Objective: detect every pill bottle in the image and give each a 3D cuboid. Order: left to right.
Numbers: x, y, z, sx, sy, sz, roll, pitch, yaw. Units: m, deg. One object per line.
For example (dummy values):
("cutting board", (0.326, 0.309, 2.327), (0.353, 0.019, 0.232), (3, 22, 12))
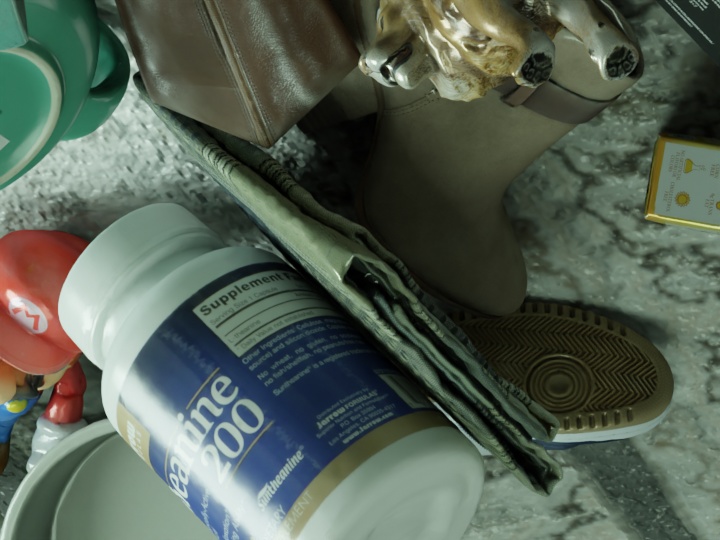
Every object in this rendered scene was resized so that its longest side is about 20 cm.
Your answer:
("pill bottle", (-0.047, 0.060, 1.249), (0.200, 0.111, 0.111), (43, 151, 29))

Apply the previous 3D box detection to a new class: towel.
("towel", (0.000, 0.000, 1.208), (0.035, 0.200, 0.193), (-44, 133, -3))

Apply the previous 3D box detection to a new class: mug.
("mug", (-0.171, -0.099, 1.143), (0.185, 0.114, 0.152), (-16, 141, -23))

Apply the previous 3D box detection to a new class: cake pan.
("cake pan", (-0.082, 0.159, 1.362), (0.200, 0.037, 0.200), (6, 109, 17))

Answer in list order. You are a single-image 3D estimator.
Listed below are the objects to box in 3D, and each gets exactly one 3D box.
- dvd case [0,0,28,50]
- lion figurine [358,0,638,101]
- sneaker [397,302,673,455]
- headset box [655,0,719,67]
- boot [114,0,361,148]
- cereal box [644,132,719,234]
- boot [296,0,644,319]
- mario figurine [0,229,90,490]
("dvd case", (-0.155, -0.197, 1.001), (0.022, 0.200, 0.146), (-14, 137, -1))
("lion figurine", (0.051, -0.142, 1.024), (0.072, 0.122, 0.200), (-12, 127, -24))
("sneaker", (0.054, 0.073, 1.352), (0.200, 0.070, 0.109), (1, 146, 9))
("headset box", (0.207, -0.148, 1.034), (0.200, 0.077, 0.149), (-26, 126, 38))
("boot", (-0.027, -0.140, 1.083), (0.186, 0.064, 0.200), (-3, 130, 25))
("cereal box", (0.219, -0.023, 1.144), (0.200, 0.040, 0.144), (10, -177, 5))
("boot", (0.059, -0.066, 1.186), (0.146, 0.070, 0.200), (-22, 129, 34))
("mario figurine", (-0.190, 0.054, 1.372), (0.123, 0.106, 0.200), (-3, 157, -28))
